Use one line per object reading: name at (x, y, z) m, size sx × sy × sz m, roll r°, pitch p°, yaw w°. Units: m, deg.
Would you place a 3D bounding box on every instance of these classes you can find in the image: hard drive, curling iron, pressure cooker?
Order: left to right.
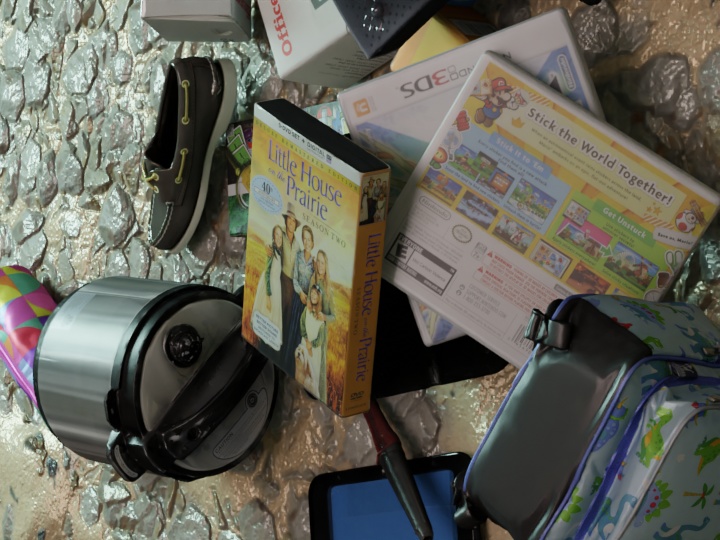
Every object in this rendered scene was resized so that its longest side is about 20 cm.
pressure cooker at (-0.172, 0.096, 1.682) m, size 0.199 × 0.178 × 0.177 m, roll 4°, pitch 89°, yaw 47°
hard drive at (0.016, -0.276, 1.468) m, size 0.135 × 0.042 × 0.201 m, roll -41°, pitch 62°, yaw 34°
curling iron at (0.018, 0.142, 1.559) m, size 0.025 × 0.050 × 0.200 m, roll -29°, pitch 52°, yaw 8°

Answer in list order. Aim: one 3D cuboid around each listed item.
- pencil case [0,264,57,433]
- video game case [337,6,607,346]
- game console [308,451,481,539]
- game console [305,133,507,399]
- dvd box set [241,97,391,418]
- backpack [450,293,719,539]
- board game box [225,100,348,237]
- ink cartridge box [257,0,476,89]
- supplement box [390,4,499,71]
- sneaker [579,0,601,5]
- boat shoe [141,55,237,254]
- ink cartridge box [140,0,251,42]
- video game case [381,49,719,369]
pencil case at (-0.324, 0.078, 1.908) m, size 0.200 × 0.088 × 0.089 m, roll 43°, pitch 119°, yaw 36°
video game case at (0.098, -0.066, 1.391) m, size 0.182 × 0.022 × 0.201 m, roll -19°, pitch 92°, yaw 18°
game console at (-0.001, 0.251, 1.554) m, size 0.200 × 0.176 × 0.117 m, roll -16°, pitch 107°, yaw 45°
game console at (0.015, -0.008, 1.495) m, size 0.175 × 0.116 × 0.201 m, roll -12°, pitch 92°, yaw 4°
dvd box set at (-0.036, -0.010, 1.423) m, size 0.146 × 0.029 × 0.201 m, roll 36°, pitch 130°, yaw 45°
backpack at (0.194, 0.119, 1.286) m, size 0.147 × 0.199 × 0.184 m, roll 39°, pitch 116°, yaw 36°
board game box at (-0.046, -0.089, 1.665) m, size 0.199 × 0.023 × 0.105 m, roll -8°, pitch 86°, yaw 46°
ink cartridge box at (0.005, -0.258, 1.566) m, size 0.200 × 0.084 × 0.147 m, roll -30°, pitch 69°, yaw 39°
supplement box at (0.111, -0.128, 1.471) m, size 0.200 × 0.069 × 0.067 m, roll 48°, pitch 123°, yaw 37°
sneaker at (0.126, -0.264, 1.454) m, size 0.200 × 0.069 × 0.100 m, roll 40°, pitch 119°, yaw 39°
boat shoe at (-0.169, -0.106, 1.747) m, size 0.072 × 0.060 × 0.202 m, roll 56°, pitch 134°, yaw 49°
ink cartridge box at (-0.142, -0.308, 1.668) m, size 0.085 × 0.148 × 0.201 m, roll 1°, pitch 89°, yaw 4°
video game case at (0.127, -0.028, 1.365) m, size 0.200 × 0.023 × 0.182 m, roll 34°, pitch 105°, yaw 11°
